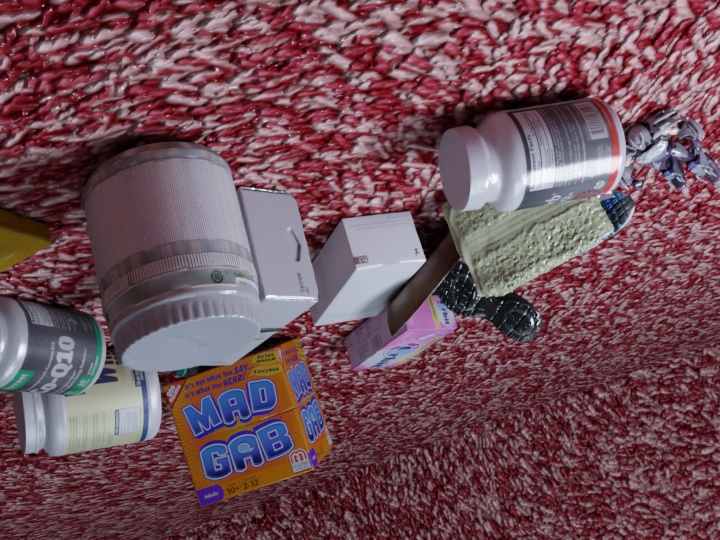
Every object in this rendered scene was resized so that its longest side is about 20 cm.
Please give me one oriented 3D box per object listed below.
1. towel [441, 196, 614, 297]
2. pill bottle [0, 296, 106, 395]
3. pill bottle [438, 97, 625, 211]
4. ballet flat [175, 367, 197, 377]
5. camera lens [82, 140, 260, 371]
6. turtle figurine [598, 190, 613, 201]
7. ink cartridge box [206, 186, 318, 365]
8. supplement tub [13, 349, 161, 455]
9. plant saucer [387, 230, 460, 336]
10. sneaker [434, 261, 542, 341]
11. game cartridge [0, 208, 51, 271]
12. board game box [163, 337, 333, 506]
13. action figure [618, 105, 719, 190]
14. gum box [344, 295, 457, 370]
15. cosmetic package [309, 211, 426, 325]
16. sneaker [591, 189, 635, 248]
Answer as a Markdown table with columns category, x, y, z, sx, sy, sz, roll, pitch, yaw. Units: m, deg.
| category | x | y | z | sx | sy | sz | roll | pitch | yaw |
| --- | --- | --- | --- | --- | --- | --- | --- | --- | --- |
| towel | 0.217 | -0.064 | 1.258 | 0.198 | 0.150 | 0.036 | -27 | 179 | 15 |
| pill bottle | -0.429 | 0.095 | 1.210 | 0.112 | 0.115 | 0.199 | -26 | 158 | 24 |
| pill bottle | 0.198 | -0.133 | 1.123 | 0.196 | 0.118 | 0.116 | -11 | 159 | -16 |
| ballet flat | -0.258 | 0.111 | 1.465 | 0.067 | 0.069 | 0.201 | -20 | 162 | -16 |
| camera lens | -0.192 | -0.017 | 0.982 | 0.157 | 0.203 | 0.160 | -15 | 160 | -6 |
| turtle figurine | 0.258 | -0.076 | 1.355 | 0.197 | 0.102 | 0.150 | -15 | 161 | -22 |
| ink cartridge box | -0.152 | 0.011 | 1.170 | 0.083 | 0.147 | 0.199 | 3 | 151 | -42 |
| supplement tub | -0.412 | 0.197 | 1.444 | 0.197 | 0.147 | 0.145 | -6 | 158 | -27 |
| plant saucer | 0.097 | 0.008 | 1.405 | 0.201 | 0.036 | 0.200 | -52 | 180 | 0 |
| sneaker | 0.197 | 0.044 | 1.540 | 0.077 | 0.198 | 0.091 | -57 | 180 | 14 |
| game cartridge | -0.455 | -0.024 | 1.001 | 0.174 | 0.033 | 0.199 | -25 | 157 | 21 |
| board game box | -0.181 | 0.247 | 1.604 | 0.197 | 0.203 | 0.200 | -19 | 178 | 7 |
| action figure | 0.415 | -0.157 | 1.307 | 0.129 | 0.071 | 0.198 | -26 | 155 | 37 |
| gum box | 0.066 | 0.115 | 1.726 | 0.112 | 0.067 | 0.200 | 0 | 154 | -35 |
| cosmetic package | 0.000 | 0.000 | 1.362 | 0.111 | 0.082 | 0.200 | -7 | 156 | -26 |
| sneaker | 0.362 | -0.074 | 1.493 | 0.086 | 0.076 | 0.200 | -14 | 168 | -32 |
